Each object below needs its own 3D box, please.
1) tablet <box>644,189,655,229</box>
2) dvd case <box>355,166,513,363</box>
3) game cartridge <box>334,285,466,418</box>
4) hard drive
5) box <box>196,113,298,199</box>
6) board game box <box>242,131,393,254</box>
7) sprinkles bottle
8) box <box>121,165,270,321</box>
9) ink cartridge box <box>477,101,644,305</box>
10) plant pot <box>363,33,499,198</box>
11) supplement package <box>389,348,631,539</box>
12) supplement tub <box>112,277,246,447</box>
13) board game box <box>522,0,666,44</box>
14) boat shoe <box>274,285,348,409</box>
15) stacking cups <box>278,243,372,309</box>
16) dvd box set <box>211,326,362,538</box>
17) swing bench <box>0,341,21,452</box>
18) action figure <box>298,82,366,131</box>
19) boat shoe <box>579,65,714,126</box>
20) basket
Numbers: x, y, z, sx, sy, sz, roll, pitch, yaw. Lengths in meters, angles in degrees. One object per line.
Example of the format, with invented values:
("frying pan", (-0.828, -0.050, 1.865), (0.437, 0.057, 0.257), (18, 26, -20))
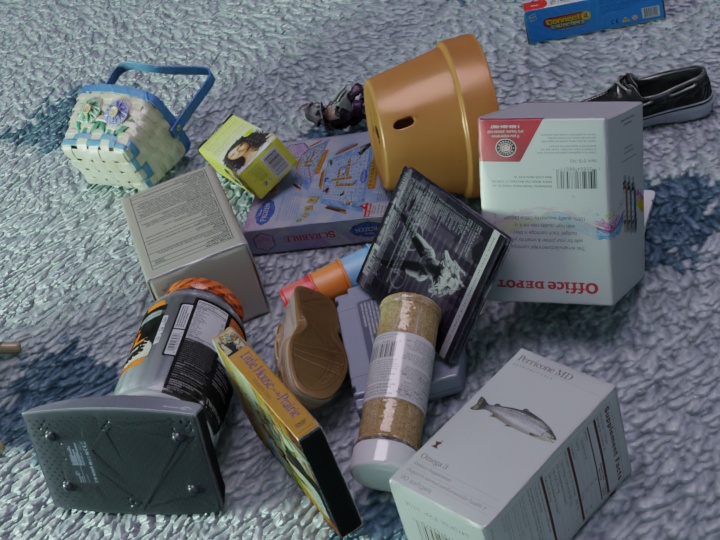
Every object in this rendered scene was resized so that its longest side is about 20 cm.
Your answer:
("tablet", (0.242, -0.057, 1.661), (0.199, 0.014, 0.130), (2, 40, 24))
("dvd case", (0.076, -0.010, 1.523), (0.016, 0.149, 0.200), (12, 18, -37))
("game cartridge", (0.047, 0.077, 1.550), (0.133, 0.042, 0.200), (-12, 36, 0))
("hard drive", (-0.240, 0.188, 1.443), (0.199, 0.135, 0.042), (-2, 28, 20))
("box", (-0.153, -0.155, 1.863), (0.075, 0.050, 0.200), (-46, 25, -7))
("board game box", (-0.037, -0.106, 1.814), (0.199, 0.041, 0.200), (-5, 38, 16))
("sprinkles bottle", (0.038, 0.122, 1.423), (0.068, 0.068, 0.201), (-2, 56, 20))
("box", (-0.204, -0.021, 1.716), (0.127, 0.109, 0.200), (-21, 37, -5))
("ink cartridge box", (0.220, -0.074, 1.507), (0.145, 0.201, 0.145), (3, 14, 26))
("plant pot", (0.085, -0.177, 1.710), (0.139, 0.201, 0.200), (-12, 36, -5))
("supplement package", (0.143, 0.189, 1.295), (0.117, 0.118, 0.200), (20, 50, 41))
("supplement tub", (-0.195, 0.107, 1.536), (0.122, 0.123, 0.200), (-6, 37, 15))
("board game box", (0.336, -0.422, 2.058), (0.199, 0.056, 0.196), (-10, 37, 11))
("boat shoe", (-0.060, 0.098, 1.541), (0.074, 0.069, 0.200), (23, 28, -13))
("stacking cups", (0.000, 0.000, 1.656), (0.199, 0.061, 0.061), (-23, 37, -2))
("dvd box set", (-0.075, 0.159, 1.400), (0.029, 0.147, 0.200), (-31, 39, -14))
("swing bench", (-0.522, 0.130, 1.636), (0.199, 0.130, 0.199), (-15, 37, 4))
("action figure", (0.014, -0.221, 1.904), (0.199, 0.070, 0.130), (0, 8, 7))
("boat shoe", (0.347, -0.221, 1.780), (0.199, 0.071, 0.072), (-13, 37, 7))
("basket", (-0.316, -0.218, 1.991), (0.176, 0.139, 0.200), (6, 52, 30))
